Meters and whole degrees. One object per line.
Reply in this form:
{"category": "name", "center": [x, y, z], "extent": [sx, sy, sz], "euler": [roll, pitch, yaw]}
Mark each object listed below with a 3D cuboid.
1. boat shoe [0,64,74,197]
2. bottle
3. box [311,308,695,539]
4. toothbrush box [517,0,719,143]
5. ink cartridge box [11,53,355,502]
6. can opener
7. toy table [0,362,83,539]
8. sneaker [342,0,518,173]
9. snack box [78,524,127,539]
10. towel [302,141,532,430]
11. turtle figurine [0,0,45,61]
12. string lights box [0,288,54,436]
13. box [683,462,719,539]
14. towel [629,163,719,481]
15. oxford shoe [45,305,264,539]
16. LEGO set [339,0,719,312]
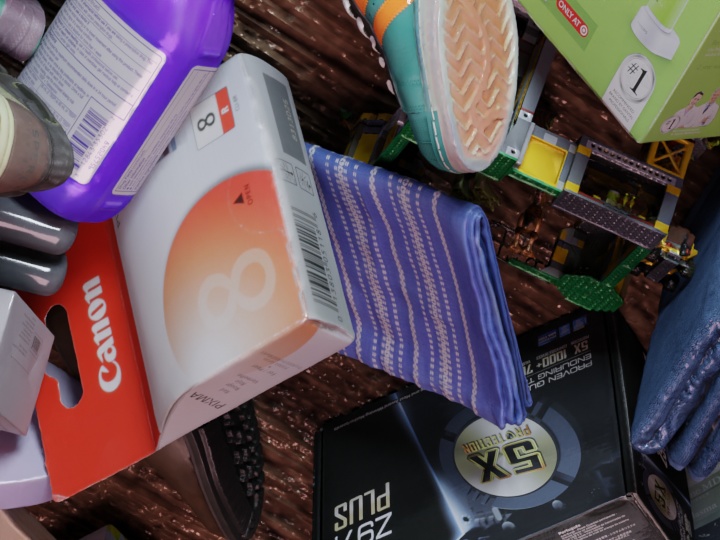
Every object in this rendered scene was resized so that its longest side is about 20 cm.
{"category": "boat shoe", "center": [-0.200, -0.074, 1.357], "extent": [0.066, 0.201, 0.072], "euler": [19, 96, -31]}
{"category": "bottle", "center": [-0.108, -0.122, 1.376], "extent": [0.201, 0.083, 0.065], "euler": [-56, 155, 18]}
{"category": "box", "center": [0.077, 0.131, 1.528], "extent": [0.199, 0.164, 0.086], "euler": [-24, 125, 18]}
{"category": "toothbrush box", "center": [0.162, -0.182, 1.283], "extent": [0.086, 0.146, 0.201], "euler": [-8, 138, -39]}
{"category": "ink cartridge box", "center": [-0.108, 0.004, 1.410], "extent": [0.199, 0.163, 0.050], "euler": [-28, 149, 22]}
{"category": "can opener", "center": [-0.244, -0.024, 1.385], "extent": [0.198, 0.067, 0.054], "euler": [15, 121, -7]}
{"category": "toy table", "center": [-0.245, 0.115, 1.500], "extent": [0.199, 0.184, 0.118], "euler": [18, 126, 6]}
{"category": "sneaker", "center": [0.021, -0.141, 1.327], "extent": [0.079, 0.202, 0.071], "euler": [-13, 174, 36]}
{"category": "snack box", "center": [-0.190, 0.250, 1.652], "extent": [0.199, 0.053, 0.142], "euler": [-28, 121, 19]}
{"category": "towel", "center": [0.000, 0.000, 1.436], "extent": [0.199, 0.024, 0.146], "euler": [20, 139, 38]}
{"category": "turtle figurine", "center": [-0.233, -0.176, 1.332], "extent": [0.199, 0.101, 0.150], "euler": [22, 136, -28]}
{"category": "string lights box", "center": [-0.267, 0.025, 1.408], "extent": [0.198, 0.059, 0.103], "euler": [13, 167, 9]}
{"category": "box", "center": [0.196, 0.184, 1.548], "extent": [0.199, 0.197, 0.124], "euler": [-29, 122, 21]}
{"category": "towel", "center": [0.190, 0.010, 1.410], "extent": [0.048, 0.200, 0.112], "euler": [25, 126, -2]}
{"category": "oxford shoe", "center": [-0.115, 0.078, 1.555], "extent": [0.084, 0.073, 0.201], "euler": [-9, 126, 26]}
{"category": "LEGO set", "center": [0.092, -0.077, 1.420], "extent": [0.199, 0.117, 0.154], "euler": [21, 156, 0]}
